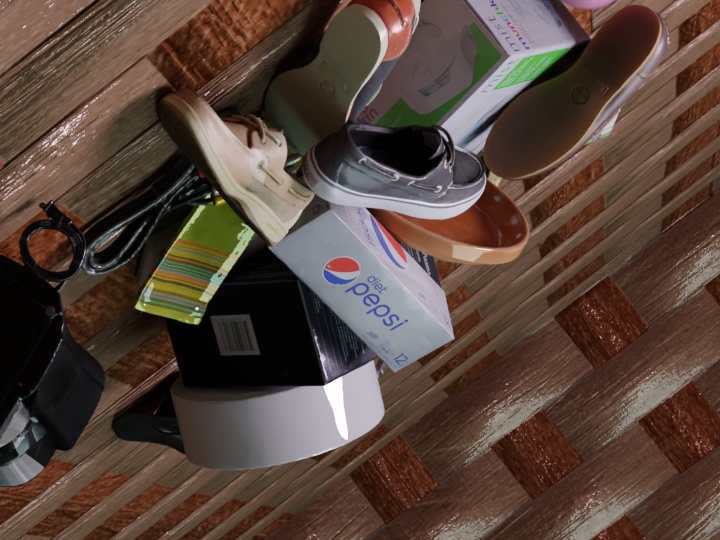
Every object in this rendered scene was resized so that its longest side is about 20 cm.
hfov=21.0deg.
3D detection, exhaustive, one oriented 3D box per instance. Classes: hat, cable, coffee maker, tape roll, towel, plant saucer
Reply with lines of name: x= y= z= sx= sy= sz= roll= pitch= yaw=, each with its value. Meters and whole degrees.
hat: x=-0.180 y=0.157 z=2.169 sx=0.201 sy=0.199 sz=0.081 roll=90 pitch=9 yaw=-74
cable: x=-0.143 y=-0.060 z=1.568 sx=0.200 sy=0.050 sz=0.097 roll=-34 pitch=151 yaw=-9
coffee maker: x=-0.265 y=0.070 z=1.513 sx=0.192 sy=0.135 sz=0.200 roll=-37 pitch=168 yaw=-7
tape roll: x=-0.080 y=0.124 z=1.876 sx=0.201 sy=0.071 sz=0.203 roll=-13 pitch=-168 yaw=3
towel: x=-0.116 y=-0.040 z=1.656 sx=0.086 sy=0.018 sz=0.200 roll=13 pitch=116 yaw=-55
plant saucer: x=0.060 y=-0.063 z=1.789 sx=0.200 sy=0.200 sz=0.032 roll=-17 pitch=138 yaw=-58

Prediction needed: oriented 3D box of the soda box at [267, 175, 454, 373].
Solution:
soda box: x=0.000 y=0.000 z=1.684 sx=0.068 sy=0.064 sz=0.200 roll=-31 pitch=130 yaw=18

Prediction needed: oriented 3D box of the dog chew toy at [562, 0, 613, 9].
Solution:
dog chew toy: x=0.217 y=-0.286 z=1.631 sx=0.124 sy=0.125 sz=0.200 roll=-31 pitch=175 yaw=-27

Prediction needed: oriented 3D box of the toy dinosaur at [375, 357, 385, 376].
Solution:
toy dinosaur: x=-0.036 y=0.037 z=2.010 sx=0.105 sy=0.181 sz=0.201 roll=-49 pitch=161 yaw=-45

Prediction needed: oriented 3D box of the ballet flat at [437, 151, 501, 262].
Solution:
ballet flat: x=0.110 y=-0.101 z=1.991 sx=0.071 sy=0.070 sz=0.201 roll=124 pitch=-12 yaw=-56

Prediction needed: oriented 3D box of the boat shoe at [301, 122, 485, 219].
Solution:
boat shoe: x=0.041 y=-0.091 z=1.572 sx=0.199 sy=0.070 sz=0.066 roll=5 pitch=143 yaw=-43

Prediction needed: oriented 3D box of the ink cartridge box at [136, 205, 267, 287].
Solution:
ink cartridge box: x=-0.120 y=-0.048 z=1.698 sx=0.145 sy=0.048 sz=0.200 roll=-32 pitch=169 yaw=-21

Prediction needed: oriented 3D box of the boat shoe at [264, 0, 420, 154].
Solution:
boat shoe: x=-0.014 y=-0.160 z=1.540 sx=0.063 sy=0.071 sz=0.200 roll=-44 pitch=177 yaw=-37

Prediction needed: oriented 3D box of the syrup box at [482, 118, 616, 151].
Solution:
syrup box: x=0.193 y=-0.172 z=2.003 sx=0.200 sy=0.079 sz=0.082 roll=-24 pitch=143 yaw=-49

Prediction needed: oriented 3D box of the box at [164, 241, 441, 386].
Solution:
box: x=-0.054 y=0.032 z=1.837 sx=0.199 sy=0.105 sz=0.182 roll=-3 pitch=-163 yaw=44

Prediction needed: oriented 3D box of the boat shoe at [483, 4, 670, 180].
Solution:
boat shoe: x=0.196 y=-0.150 z=1.717 sx=0.200 sy=0.071 sz=0.070 roll=-40 pitch=165 yaw=10

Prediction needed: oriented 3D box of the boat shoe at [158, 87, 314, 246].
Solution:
boat shoe: x=-0.094 y=-0.092 z=1.499 sx=0.065 sy=0.071 sz=0.200 roll=-44 pitch=150 yaw=-4

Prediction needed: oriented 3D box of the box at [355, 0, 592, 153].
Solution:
box: x=0.076 y=-0.167 z=1.707 sx=0.200 sy=0.097 sz=0.176 roll=-44 pitch=169 yaw=29
